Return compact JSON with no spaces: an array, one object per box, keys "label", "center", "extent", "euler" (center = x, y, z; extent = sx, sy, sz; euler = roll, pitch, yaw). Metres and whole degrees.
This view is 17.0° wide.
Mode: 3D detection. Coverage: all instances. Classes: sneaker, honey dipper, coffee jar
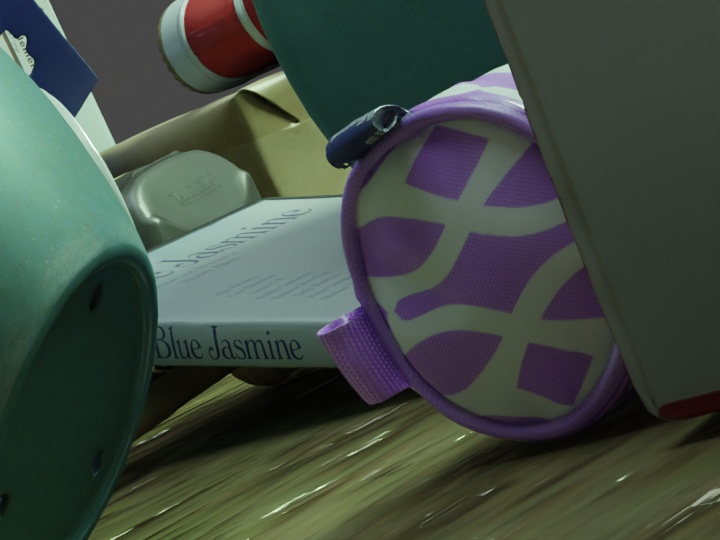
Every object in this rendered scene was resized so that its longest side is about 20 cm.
[{"label":"sneaker","center":[-0.007,-0.155,1.243],"extent":[0.112,0.072,0.200],"euler":[-23,9,40]},{"label":"honey dipper","center":[-0.063,0.039,0.786],"extent":[0.038,0.038,0.200],"euler":[-19,7,33]},{"label":"coffee jar","center":[-0.134,0.017,1.058],"extent":[0.199,0.086,0.104],"euler":[-21,7,30]}]

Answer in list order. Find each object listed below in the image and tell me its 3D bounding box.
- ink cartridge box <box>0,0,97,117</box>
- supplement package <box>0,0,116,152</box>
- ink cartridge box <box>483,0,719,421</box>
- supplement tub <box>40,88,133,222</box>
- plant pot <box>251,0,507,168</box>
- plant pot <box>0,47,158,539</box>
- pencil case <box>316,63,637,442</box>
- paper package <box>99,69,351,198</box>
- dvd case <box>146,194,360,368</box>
[{"label":"ink cartridge box","center":[-0.195,-0.037,1.195],"extent":[0.201,0.047,0.198],"euler":[-58,-18,-8]},{"label":"supplement package","center":[-0.260,-0.047,1.357],"extent":[0.199,0.152,0.151],"euler":[-31,13,-32]},{"label":"ink cartridge box","center":[0.139,-0.080,0.500],"extent":[0.145,0.146,0.200],"euler":[-19,5,39]},{"label":"supplement tub","center":[-0.188,0.024,0.877],"extent":[0.199,0.146,0.144],"euler":[-24,5,-25]},{"label":"plant pot","center":[0.070,-0.115,0.758],"extent":[0.187,0.201,0.200],"euler":[-25,3,23]},{"label":"plant pot","center":[-0.129,0.018,0.596],"extent":[0.134,0.202,0.200],"euler":[18,18,15]},{"label":"pencil case","center":[0.075,-0.023,0.585],"extent":[0.199,0.084,0.085],"euler":[-26,-14,-48]},{"label":"paper package","center":[-0.020,-0.059,1.280],"extent":[0.190,0.104,0.200],"euler":[-25,5,-30]},{"label":"dvd case","center":[0.000,0.000,0.770],"extent":[0.199,0.018,0.142],"euler":[-2,18,39]}]
